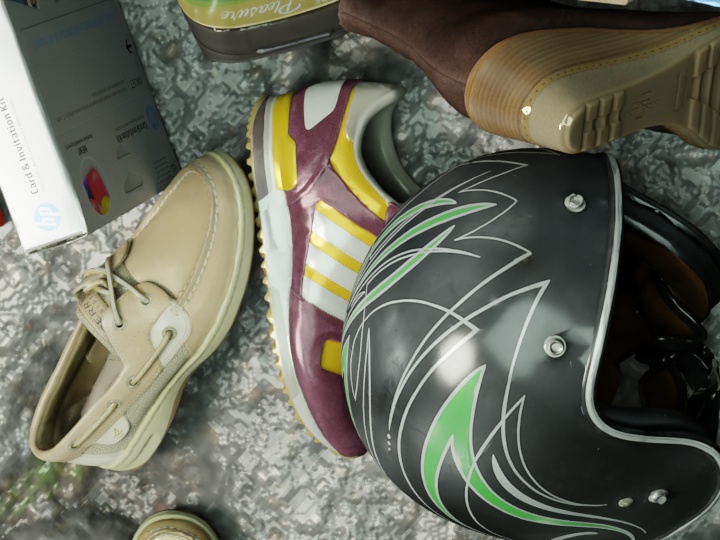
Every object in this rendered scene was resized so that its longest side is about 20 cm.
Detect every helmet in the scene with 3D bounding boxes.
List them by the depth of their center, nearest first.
[{"bbox_3d":[0.084,0.036,1.270,0.190,0.200,0.200,33,109,-28],"label":"helmet"}]

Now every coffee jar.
[{"bbox_3d":[-0.054,-0.197,1.275,0.104,0.086,0.201,-15,136,-6],"label":"coffee jar"}]

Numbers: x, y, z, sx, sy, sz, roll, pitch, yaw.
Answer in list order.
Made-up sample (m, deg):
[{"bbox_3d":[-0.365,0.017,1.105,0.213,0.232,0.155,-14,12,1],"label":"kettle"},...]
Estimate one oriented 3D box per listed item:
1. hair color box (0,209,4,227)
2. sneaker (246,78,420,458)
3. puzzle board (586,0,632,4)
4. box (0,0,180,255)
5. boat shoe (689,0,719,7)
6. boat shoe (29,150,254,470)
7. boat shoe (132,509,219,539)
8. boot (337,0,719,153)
[{"bbox_3d":[-0.308,-0.053,1.417,0.199,0.064,0.112,-11,99,13],"label":"hair color box"},{"bbox_3d":[0.000,0.000,1.355,0.090,0.075,0.201,-8,100,19],"label":"sneaker"},{"bbox_3d":[0.055,-0.225,1.203,0.150,0.017,0.201,11,123,40],"label":"puzzle board"},{"bbox_3d":[-0.163,-0.122,1.324,0.041,0.156,0.201,-19,98,17],"label":"box"},{"bbox_3d":[0.152,-0.167,1.207,0.199,0.084,0.069,16,110,23],"label":"boat shoe"},{"bbox_3d":[-0.118,0.024,1.369,0.072,0.065,0.201,53,126,39],"label":"boat shoe"},{"bbox_3d":[-0.108,0.236,1.425,0.071,0.076,0.201,3,102,12],"label":"boat shoe"},{"bbox_3d":[0.109,-0.119,1.295,0.166,0.199,0.073,35,125,40],"label":"boot"}]
